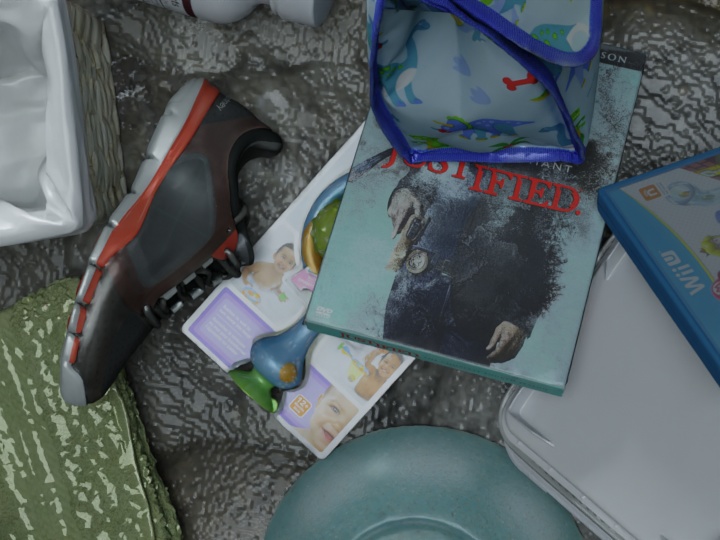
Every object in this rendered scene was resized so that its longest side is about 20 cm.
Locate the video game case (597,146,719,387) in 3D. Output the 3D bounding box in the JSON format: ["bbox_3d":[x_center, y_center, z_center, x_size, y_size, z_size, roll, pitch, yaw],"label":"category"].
[{"bbox_3d":[0.241,-0.024,0.755,0.199,0.018,0.143,-19,48,-8],"label":"video game case"}]

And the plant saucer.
[{"bbox_3d":[0.034,0.192,0.854,0.200,0.039,0.202,0,93,8],"label":"plant saucer"}]

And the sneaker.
[{"bbox_3d":[-0.102,-0.009,0.831,0.082,0.077,0.201,25,79,-5],"label":"sneaker"}]

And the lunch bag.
[{"bbox_3d":[0.058,-0.164,0.728,0.127,0.200,0.171,0,71,19],"label":"lunch bag"}]

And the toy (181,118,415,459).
[{"bbox_3d":[0.000,0.000,0.846,0.115,0.047,0.200,42,98,3],"label":"toy"}]

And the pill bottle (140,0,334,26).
[{"bbox_3d":[-0.107,-0.203,0.819,0.199,0.113,0.113,17,95,6],"label":"pill bottle"}]

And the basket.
[{"bbox_3d":[-0.238,-0.077,0.838,0.199,0.123,0.136,-6,92,9],"label":"basket"}]

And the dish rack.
[{"bbox_3d":[0.165,0.068,0.773,0.200,0.043,0.172,39,99,42],"label":"dish rack"}]

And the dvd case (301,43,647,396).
[{"bbox_3d":[0.065,-0.044,0.813,0.146,0.022,0.201,15,72,8],"label":"dvd case"}]

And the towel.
[{"bbox_3d":[-0.193,0.116,0.884,0.148,0.036,0.201,-18,91,9],"label":"towel"}]
